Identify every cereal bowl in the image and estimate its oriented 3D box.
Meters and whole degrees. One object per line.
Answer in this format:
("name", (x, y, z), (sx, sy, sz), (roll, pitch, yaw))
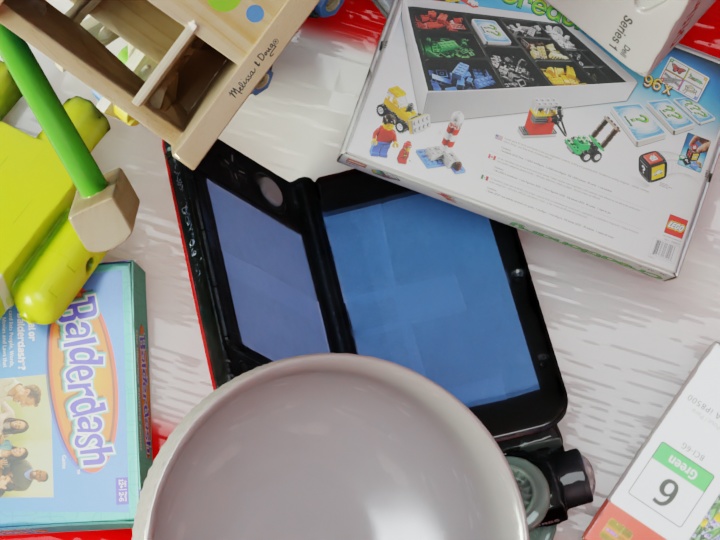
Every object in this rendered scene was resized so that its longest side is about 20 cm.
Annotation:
("cereal bowl", (-0.022, 0.141, 1.215), (0.200, 0.083, 0.200), (2, 84, -19))

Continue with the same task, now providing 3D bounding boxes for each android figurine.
("android figurine", (-0.234, -0.029, 1.387), (0.182, 0.041, 0.200), (24, 64, 19))

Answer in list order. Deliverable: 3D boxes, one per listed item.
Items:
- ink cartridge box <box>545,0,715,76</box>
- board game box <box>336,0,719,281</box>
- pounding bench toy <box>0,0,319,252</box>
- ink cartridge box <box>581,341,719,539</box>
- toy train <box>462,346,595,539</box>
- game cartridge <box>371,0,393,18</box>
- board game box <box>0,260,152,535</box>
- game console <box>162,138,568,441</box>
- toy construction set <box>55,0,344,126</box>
("ink cartridge box", (0.197, -0.223, 1.324), (0.084, 0.145, 0.200), (38, 61, 9))
("board game box", (0.101, -0.087, 1.357), (0.200, 0.035, 0.126), (20, 83, -4))
("pounding bench toy", (-0.135, -0.128, 1.250), (0.156, 0.124, 0.200), (34, 100, -13))
("ink cartridge box", (0.185, 0.152, 1.350), (0.109, 0.050, 0.200), (34, 85, 9))
("toy train", (0.027, 0.115, 1.359), (0.200, 0.085, 0.114), (-16, 68, 4))
("game cartridge", (0.089, -0.161, 1.416), (0.133, 0.042, 0.200), (-40, 80, 2))
("board game box", (-0.221, 0.077, 1.400), (0.200, 0.045, 0.152), (-3, 80, 5))
("game console", (0.000, 0.000, 1.326), (0.119, 0.172, 0.200), (-33, 51, 23))
("toy construction set", (-0.072, -0.156, 1.373), (0.200, 0.131, 0.092), (-36, 62, 5))
